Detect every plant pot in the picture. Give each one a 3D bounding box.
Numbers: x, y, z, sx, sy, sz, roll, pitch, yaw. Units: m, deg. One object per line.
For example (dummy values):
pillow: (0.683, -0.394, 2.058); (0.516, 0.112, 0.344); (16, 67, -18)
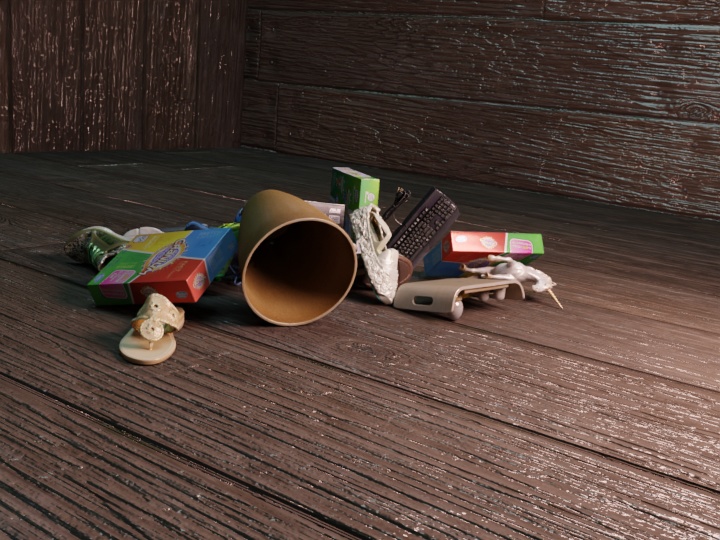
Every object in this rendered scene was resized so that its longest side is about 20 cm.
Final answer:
plant pot: (-0.124, -0.046, 1.335); (0.183, 0.189, 0.201); (-1, 32, -24)

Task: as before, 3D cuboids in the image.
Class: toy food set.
toy food set: (0.177, 0.050, 1.475); (0.198, 0.062, 0.142); (-5, 4, -41)

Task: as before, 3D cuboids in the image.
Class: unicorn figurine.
unicorn figurine: (0.281, 0.012, 1.601); (0.135, 0.075, 0.199); (10, 3, -31)

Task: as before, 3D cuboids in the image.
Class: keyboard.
keyboard: (0.088, -0.078, 1.591); (0.126, 0.201, 0.021); (36, 19, -12)

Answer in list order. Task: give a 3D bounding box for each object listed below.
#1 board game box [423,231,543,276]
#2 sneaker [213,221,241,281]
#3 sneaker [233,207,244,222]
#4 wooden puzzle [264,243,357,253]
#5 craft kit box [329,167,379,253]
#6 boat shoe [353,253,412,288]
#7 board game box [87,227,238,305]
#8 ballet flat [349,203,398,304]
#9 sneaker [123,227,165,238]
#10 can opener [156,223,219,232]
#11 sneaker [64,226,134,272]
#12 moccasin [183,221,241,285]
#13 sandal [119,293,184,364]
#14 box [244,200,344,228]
board game box: (0.245, -0.031, 1.670); (0.196, 0.041, 0.153); (1, -19, -17)
sneaker: (-0.259, -0.026, 1.466); (0.198, 0.085, 0.074); (-31, 15, -23)
sneaker: (-0.245, -0.095, 1.877); (0.065, 0.080, 0.200); (1, 15, -25)
wooden puzzle: (-0.122, -0.044, 1.549); (0.182, 0.038, 0.199); (-3, 11, -23)
craft kit box: (-0.019, -0.100, 1.702); (0.048, 0.204, 0.197); (-1, 13, -22)
boat shoe: (0.000, -0.006, 1.576); (0.199, 0.076, 0.075); (-2, 18, -26)
board game box: (-0.314, -0.007, 1.327); (0.197, 0.041, 0.154); (-3, 33, 25)
ballet flat: (0.032, -0.039, 1.500); (0.071, 0.072, 0.203); (-2, 57, -29)
sneaker: (-0.367, -0.031, 1.615); (0.196, 0.079, 0.082); (7, -15, -2)
can opener: (-0.356, -0.068, 1.743); (0.196, 0.065, 0.079); (5, 13, -4)
sneaker: (-0.472, -0.030, 1.530); (0.196, 0.078, 0.089); (6, 21, 17)
moccasin: (-0.243, -0.019, 1.544); (0.198, 0.069, 0.080); (28, -2, -3)
sandal: (-0.292, 0.064, 1.174); (0.076, 0.071, 0.212); (4, 13, -2)
box: (-0.138, -0.112, 1.665); (0.155, 0.051, 0.199); (5, 0, -21)
